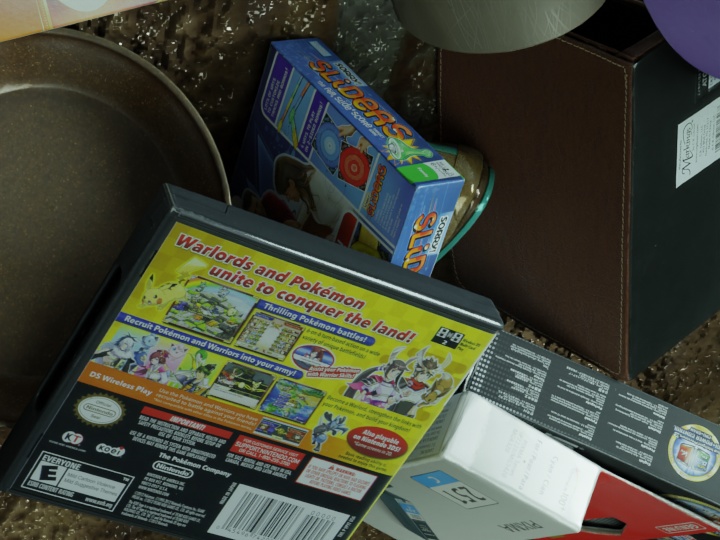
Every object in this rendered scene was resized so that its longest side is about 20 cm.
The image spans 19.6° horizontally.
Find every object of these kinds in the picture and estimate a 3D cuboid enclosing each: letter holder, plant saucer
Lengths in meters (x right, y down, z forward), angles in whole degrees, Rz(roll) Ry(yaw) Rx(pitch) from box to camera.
[{"bbox_3d":[0.123,-0.068,1.142,0.100,0.142,0.202,-33,134,-34],"label":"letter holder"},{"bbox_3d":[-0.163,-0.021,1.056,0.198,0.037,0.203,0,87,-1],"label":"plant saucer"}]

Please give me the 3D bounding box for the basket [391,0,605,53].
[{"bbox_3d":[0.052,-0.214,0.952,0.135,0.181,0.201,6,135,21],"label":"basket"}]

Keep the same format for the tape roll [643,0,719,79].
[{"bbox_3d":[0.227,-0.188,1.021,0.199,0.085,0.202,-10,105,-38],"label":"tape roll"}]

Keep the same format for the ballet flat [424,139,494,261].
[{"bbox_3d":[0.000,0.000,1.163,0.072,0.068,0.201,25,128,-11],"label":"ballet flat"}]

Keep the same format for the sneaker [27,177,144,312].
[{"bbox_3d":[-0.095,0.035,1.106,0.089,0.079,0.201,-27,100,9],"label":"sneaker"}]

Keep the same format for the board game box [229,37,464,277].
[{"bbox_3d":[-0.025,-0.002,1.108,0.034,0.135,0.201,-10,133,-38],"label":"board game box"}]

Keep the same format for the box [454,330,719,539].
[{"bbox_3d":[0.133,0.106,1.202,0.198,0.045,0.160,24,161,-7],"label":"box"}]

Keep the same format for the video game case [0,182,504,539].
[{"bbox_3d":[-0.055,0.061,1.038,0.199,0.026,0.181,19,118,-31],"label":"video game case"}]

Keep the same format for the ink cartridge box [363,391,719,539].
[{"bbox_3d":[0.083,0.137,1.205,0.175,0.200,0.045,29,70,-16],"label":"ink cartridge box"}]

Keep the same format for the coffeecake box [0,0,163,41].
[{"bbox_3d":[-0.132,-0.200,0.961,0.198,0.073,0.155,-15,128,-7],"label":"coffeecake box"}]

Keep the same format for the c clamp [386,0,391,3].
[{"bbox_3d":[0.120,-0.213,1.066,0.198,0.027,0.172,2,119,-15],"label":"c clamp"}]

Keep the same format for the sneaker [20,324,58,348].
[{"bbox_3d":[-0.239,0.059,1.105,0.198,0.096,0.080,-21,117,-3],"label":"sneaker"}]
